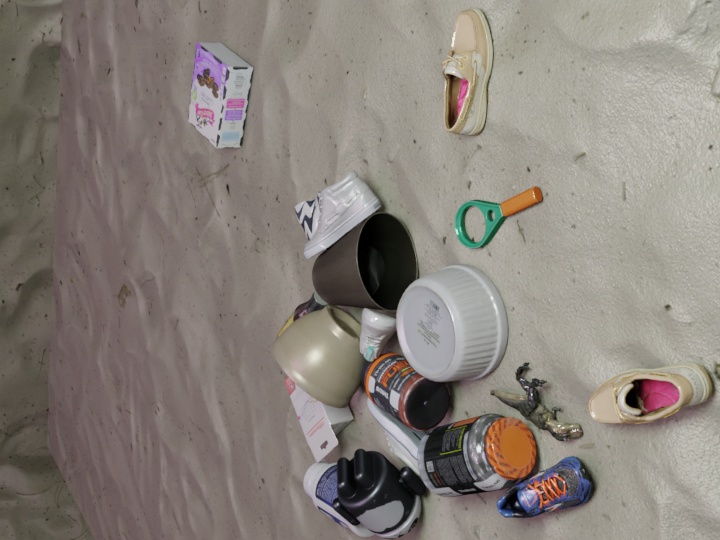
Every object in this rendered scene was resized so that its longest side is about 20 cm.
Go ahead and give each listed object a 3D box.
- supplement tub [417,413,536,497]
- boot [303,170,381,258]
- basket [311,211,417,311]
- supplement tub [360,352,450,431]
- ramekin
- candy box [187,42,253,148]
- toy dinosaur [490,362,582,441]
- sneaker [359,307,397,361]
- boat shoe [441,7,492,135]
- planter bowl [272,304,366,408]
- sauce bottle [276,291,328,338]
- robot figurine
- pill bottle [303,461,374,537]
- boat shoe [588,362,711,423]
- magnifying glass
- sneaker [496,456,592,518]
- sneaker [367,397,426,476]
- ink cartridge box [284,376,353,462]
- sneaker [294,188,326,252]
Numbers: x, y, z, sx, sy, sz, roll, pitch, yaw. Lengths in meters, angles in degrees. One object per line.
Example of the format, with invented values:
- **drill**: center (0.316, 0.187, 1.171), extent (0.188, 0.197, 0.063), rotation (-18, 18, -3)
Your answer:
- **supplement tub**: center (0.195, 0.312, 1.469), extent (0.199, 0.121, 0.125), rotation (-28, 75, 53)
- **boot**: center (-0.055, -0.110, 1.675), extent (0.199, 0.074, 0.096), rotation (-36, 92, 28)
- **basket**: center (0.000, 0.000, 1.666), extent (0.199, 0.134, 0.185), rotation (-17, 79, 57)
- **supplement tub**: center (0.074, 0.217, 1.616), extent (0.199, 0.105, 0.109), rotation (21, 114, 60)
- **ramekin**: center (0.148, 0.096, 1.500), extent (0.199, 0.103, 0.205), rotation (16, 110, 52)
- **candy box**: center (-0.339, -0.419, 2.083), extent (0.167, 0.070, 0.203), rotation (41, 128, 41)
- **toy dinosaur**: center (0.273, 0.205, 1.406), extent (0.199, 0.047, 0.090), rotation (28, 126, 52)
- **sneaker**: center (0.028, 0.124, 1.612), extent (0.200, 0.074, 0.090), rotation (89, -158, -81)
- **boat shoe**: center (0.167, -0.321, 1.411), extent (0.073, 0.068, 0.205), rotation (13, 108, 52)
- **planter bowl**: center (-0.062, 0.156, 1.752), extent (0.135, 0.199, 0.201), rotation (-51, 53, 14)
- **sauce bottle**: center (-0.123, 0.110, 1.914), extent (0.200, 0.065, 0.067), rotation (-50, 58, 43)
- **robot figurine**: center (0.033, 0.429, 1.665), extent (0.149, 0.126, 0.200), rotation (4, 143, 48)
- **pill bottle**: center (-0.034, 0.471, 1.829), extent (0.198, 0.109, 0.114), rotation (13, 108, 52)
- **boat shoe**: center (0.385, 0.174, 1.208), extent (0.199, 0.068, 0.075), rotation (-34, 71, 52)
- **magnifying glass**: center (0.222, -0.093, 1.428), extent (0.199, 0.022, 0.081), rotation (-26, 77, 52)
- **sneaker**: center (0.291, 0.357, 1.383), extent (0.200, 0.077, 0.076), rotation (-49, 60, 47)
- **sneaker**: center (0.073, 0.318, 1.680), extent (0.200, 0.072, 0.072), rotation (46, 127, 38)
- **ink cartridge box**: center (-0.085, 0.300, 1.899), extent (0.117, 0.066, 0.203), rotation (-49, 57, 47)
- **sneaker**: center (-0.054, -0.095, 1.764), extent (0.197, 0.079, 0.132), rotation (-19, 89, 47)
